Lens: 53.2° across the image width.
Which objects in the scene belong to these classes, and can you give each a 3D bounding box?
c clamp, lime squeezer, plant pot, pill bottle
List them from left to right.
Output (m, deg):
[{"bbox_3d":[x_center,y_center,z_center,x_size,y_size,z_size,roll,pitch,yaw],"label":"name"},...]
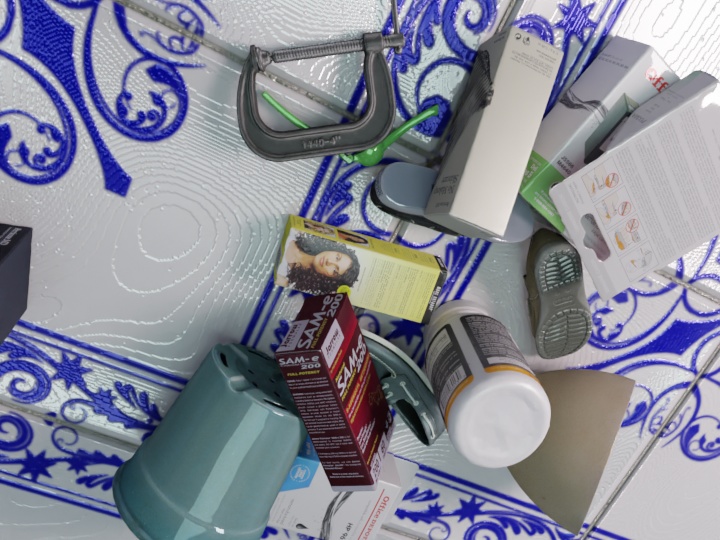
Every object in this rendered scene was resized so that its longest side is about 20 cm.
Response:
[{"bbox_3d":[-0.159,0.208,0.852,0.197,0.200,0.199,29,99,-18],"label":"plant pot"},{"bbox_3d":[-0.041,-0.207,0.759,0.195,0.027,0.175,-14,100,-3],"label":"c clamp"},{"bbox_3d":[-0.012,-0.152,0.788,0.194,0.038,0.072,3,116,-7],"label":"lime squeezer"},{"bbox_3d":[0.136,0.121,0.836,0.113,0.201,0.119,-2,114,-5],"label":"pill bottle"},{"bbox_3d":[0.250,0.209,0.915,0.132,0.199,0.205,21,114,22],"label":"plant pot"}]

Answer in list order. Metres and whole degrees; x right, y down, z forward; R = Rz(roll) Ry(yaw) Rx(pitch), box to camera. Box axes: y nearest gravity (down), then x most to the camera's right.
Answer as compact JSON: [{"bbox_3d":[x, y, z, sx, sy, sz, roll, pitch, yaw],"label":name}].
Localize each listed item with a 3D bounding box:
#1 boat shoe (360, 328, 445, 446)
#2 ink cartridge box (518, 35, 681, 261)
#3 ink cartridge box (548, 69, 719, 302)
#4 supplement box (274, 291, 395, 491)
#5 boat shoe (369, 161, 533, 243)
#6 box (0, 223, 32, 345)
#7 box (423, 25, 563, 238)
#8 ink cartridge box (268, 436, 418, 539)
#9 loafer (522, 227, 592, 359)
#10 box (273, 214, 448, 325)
[{"bbox_3d":[0.045,0.146,0.898,0.200,0.072,0.062,45,70,-26],"label":"boat shoe"},{"bbox_3d":[0.279,-0.133,0.808,0.144,0.084,0.201,36,104,-21],"label":"ink cartridge box"},{"bbox_3d":[0.308,-0.085,0.764,0.197,0.050,0.162,-32,115,9],"label":"ink cartridge box"},{"bbox_3d":[-0.023,0.141,0.824,0.059,0.110,0.204,-8,119,22],"label":"supplement box"},{"bbox_3d":[0.102,-0.071,0.825,0.195,0.066,0.072,10,78,-17],"label":"boat shoe"},{"bbox_3d":[-0.450,0.021,0.716,0.177,0.201,0.107,10,111,-11],"label":"box"},{"bbox_3d":[0.137,-0.140,0.752,0.067,0.082,0.205,20,86,-15],"label":"box"},{"bbox_3d":[-0.022,0.298,0.965,0.196,0.068,0.118,20,110,-16],"label":"ink cartridge box"},{"bbox_3d":[0.240,0.029,0.884,0.073,0.071,0.203,-11,131,2],"label":"loafer"},{"bbox_3d":[0.000,0.000,0.849,0.195,0.050,0.077,14,111,-14],"label":"box"}]
